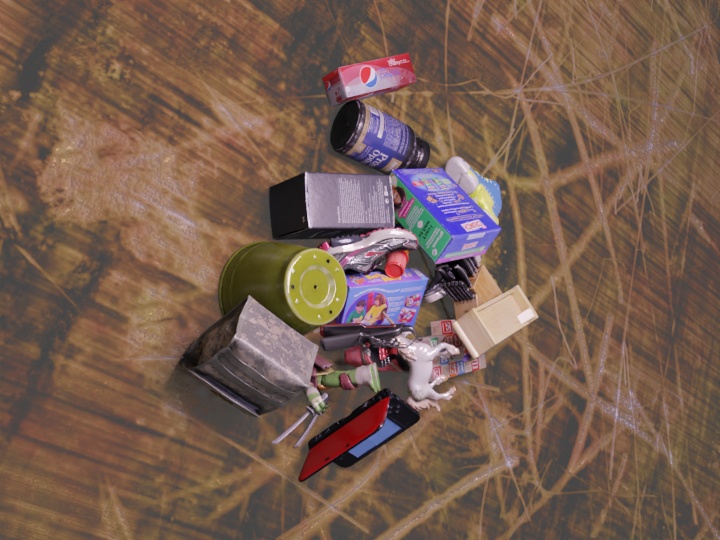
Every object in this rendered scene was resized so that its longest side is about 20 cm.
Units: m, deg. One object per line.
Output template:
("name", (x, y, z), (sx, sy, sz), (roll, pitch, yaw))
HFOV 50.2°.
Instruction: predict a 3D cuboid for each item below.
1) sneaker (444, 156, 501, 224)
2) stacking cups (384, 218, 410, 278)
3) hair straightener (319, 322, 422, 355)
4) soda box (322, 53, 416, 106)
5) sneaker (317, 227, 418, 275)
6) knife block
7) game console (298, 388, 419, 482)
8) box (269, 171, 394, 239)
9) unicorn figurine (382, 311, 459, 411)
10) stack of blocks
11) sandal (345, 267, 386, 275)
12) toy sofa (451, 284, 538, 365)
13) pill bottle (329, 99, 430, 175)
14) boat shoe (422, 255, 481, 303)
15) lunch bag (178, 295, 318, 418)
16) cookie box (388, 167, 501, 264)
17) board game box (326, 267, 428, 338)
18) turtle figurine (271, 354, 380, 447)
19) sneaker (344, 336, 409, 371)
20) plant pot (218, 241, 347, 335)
("sneaker", (0.264, -0.191, 1.769), (0.202, 0.075, 0.105), (59, 45, -24))
("stacking cups", (0.084, -0.060, 1.572), (0.060, 0.060, 0.202), (41, 37, -25))
("hair straightener", (0.020, 0.136, 1.444), (0.195, 0.041, 0.078), (1, 43, -2))
("soda box", (0.021, -0.401, 1.610), (0.198, 0.070, 0.065), (-23, 96, -35))
("sneaker", (0.017, -0.030, 1.466), (0.196, 0.081, 0.076), (-13, 79, -13))
("knife block", (0.246, 0.027, 1.642), (0.198, 0.063, 0.180), (-3, 87, -48))
("game console", (0.002, 0.322, 1.405), (0.172, 0.199, 0.120), (40, 23, -38))
("box", (-0.056, -0.121, 1.474), (0.197, 0.147, 0.107), (-2, 85, -36))
("unicorn figurine", (0.122, 0.181, 1.505), (0.135, 0.074, 0.205), (-1, 88, -21))
("stack of blocks", (0.186, 0.165, 1.645), (0.198, 0.058, 0.118), (-6, 88, -48))
("sandal", (0.000, 0.000, 1.536), (0.197, 0.055, 0.082), (14, 37, -35))
("toy sofa", (0.264, 0.108, 1.554), (0.198, 0.097, 0.084), (-21, 74, -48))
("pill bottle", (0.044, -0.263, 1.585), (0.197, 0.111, 0.114), (20, 73, -32))
("boat shoe", (0.183, -0.015, 1.687), (0.200, 0.074, 0.094), (-41, 103, -41))
("lunch bag", (-0.199, 0.165, 1.311), (0.163, 0.199, 0.119), (38, 38, -22))
("cookie box", (0.158, -0.116, 1.553), (0.169, 0.076, 0.201), (-9, 50, -45))
("board game box", (0.033, 0.072, 1.536), (0.197, 0.045, 0.137), (-5, 122, -36))
("turtle figurine", (-0.059, 0.242, 1.420), (0.145, 0.190, 0.203), (70, 12, -50))
("sneaker", (0.036, 0.168, 1.557), (0.199, 0.085, 0.075), (17, 67, -58))
("plant pot", (-0.124, 0.037, 1.378), (0.197, 0.191, 0.205), (5, 82, -35))
